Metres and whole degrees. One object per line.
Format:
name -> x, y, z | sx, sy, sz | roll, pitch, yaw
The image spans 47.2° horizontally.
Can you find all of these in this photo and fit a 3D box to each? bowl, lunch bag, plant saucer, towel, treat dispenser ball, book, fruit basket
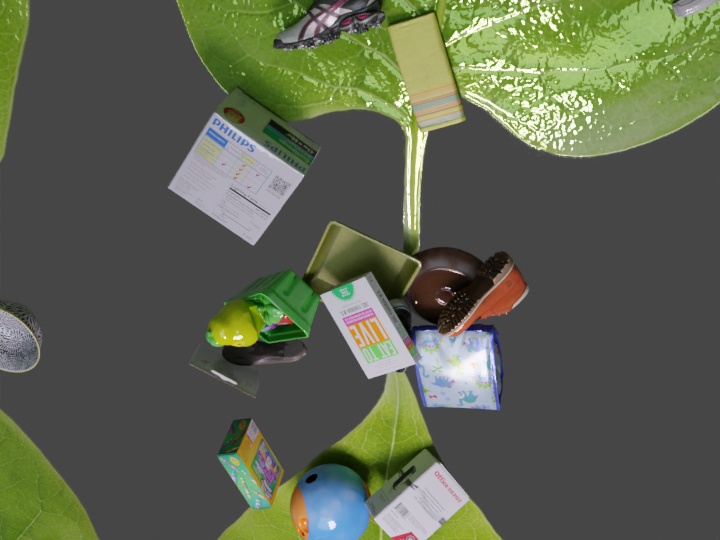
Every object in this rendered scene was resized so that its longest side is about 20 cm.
bowl -> -0.829, 0.135, 1.948 | 0.201, 0.094, 0.201 | 7, 127, 9
lunch bag -> 0.202, 0.184, 1.699 | 0.170, 0.127, 0.200 | -2, 134, 16
plant saucer -> 0.000, 0.000, 1.666 | 0.200, 0.048, 0.200 | 25, 128, -4
plant saucer -> 0.172, 0.045, 1.662 | 0.200, 0.037, 0.201 | 7, 126, 10
towel -> 0.115, -0.337, 1.413 | 0.086, 0.018, 0.200 | -13, 120, 16
treat dispenser ball -> -0.072, 0.573, 2.004 | 0.201, 0.201, 0.201 | 7, 127, 9
book -> 0.022, 0.108, 1.638 | 0.134, 0.048, 0.200 | -23, 101, 44
fruit basket -> -0.208, 0.101, 1.667 | 0.216, 0.216, 0.156 | -34, 112, 32

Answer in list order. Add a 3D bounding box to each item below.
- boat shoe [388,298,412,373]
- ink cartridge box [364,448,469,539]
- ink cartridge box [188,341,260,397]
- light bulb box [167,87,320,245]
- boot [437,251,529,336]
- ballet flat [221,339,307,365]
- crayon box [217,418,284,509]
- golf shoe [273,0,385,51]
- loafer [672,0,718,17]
boat shoe -> 0.082, 0.137, 1.689 | 0.072, 0.071, 0.200 | -20, 142, -7
ink cartridge box -> 0.134, 0.543, 1.945 | 0.200, 0.084, 0.144 | -40, 112, -4
ink cartridge box -> -0.304, 0.234, 1.827 | 0.162, 0.200, 0.050 | 29, 98, -7
light bulb box -> -0.215, -0.192, 1.533 | 0.198, 0.125, 0.200 | 35, 125, -11
boot -> 0.242, 0.069, 1.598 | 0.200, 0.075, 0.107 | -45, 122, 0
ballet flat -> -0.214, 0.184, 1.855 | 0.200, 0.067, 0.046 | -5, 156, 14
crayon box -> -0.268, 0.479, 2.038 | 0.058, 0.119, 0.200 | -12, 121, 22
golf shoe -> -0.059, -0.422, 1.371 | 0.200, 0.077, 0.088 | -14, 101, 20
loafer -> 0.535, -0.450, 1.192 | 0.200, 0.070, 0.070 | -38, 104, 25
